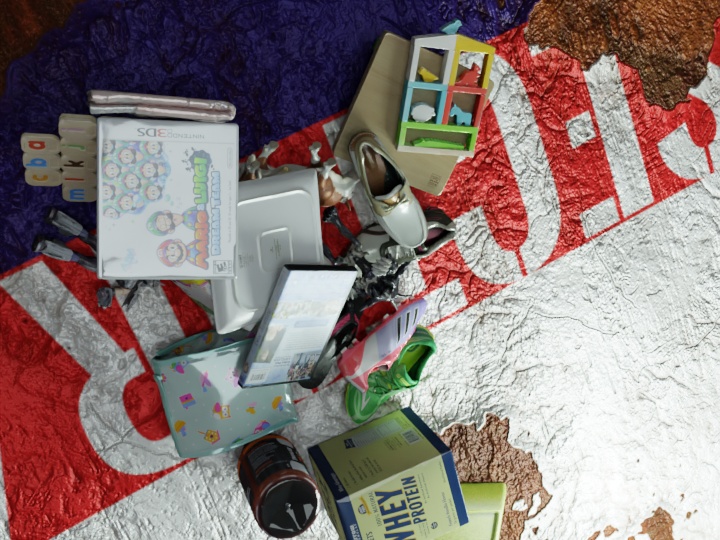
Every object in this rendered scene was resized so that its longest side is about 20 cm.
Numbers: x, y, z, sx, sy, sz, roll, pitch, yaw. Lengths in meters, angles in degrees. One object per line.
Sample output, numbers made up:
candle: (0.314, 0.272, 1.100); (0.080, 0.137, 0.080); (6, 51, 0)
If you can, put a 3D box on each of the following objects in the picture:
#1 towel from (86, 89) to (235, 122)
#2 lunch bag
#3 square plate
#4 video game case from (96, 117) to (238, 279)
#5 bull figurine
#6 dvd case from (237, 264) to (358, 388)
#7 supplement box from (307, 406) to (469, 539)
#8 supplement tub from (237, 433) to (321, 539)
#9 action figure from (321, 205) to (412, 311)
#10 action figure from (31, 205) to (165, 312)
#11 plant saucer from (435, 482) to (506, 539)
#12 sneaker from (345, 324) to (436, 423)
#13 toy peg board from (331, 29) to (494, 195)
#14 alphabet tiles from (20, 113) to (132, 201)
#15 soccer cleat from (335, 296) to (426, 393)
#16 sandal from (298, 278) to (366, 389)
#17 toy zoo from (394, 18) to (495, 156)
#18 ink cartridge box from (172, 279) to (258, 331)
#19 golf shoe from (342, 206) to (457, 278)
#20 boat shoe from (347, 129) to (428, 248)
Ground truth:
towel: (-0.277, -0.223, 1.176); (0.187, 0.200, 0.033); (1, 101, -19)
lunch bag: (-0.213, 0.181, 1.332); (0.197, 0.122, 0.174); (-17, 108, -21)
square plate: (-0.125, -0.029, 1.212); (0.196, 0.028, 0.205); (-16, 107, -38)
video game case: (-0.248, -0.091, 1.110); (0.178, 0.024, 0.205); (0, 93, -15)
bull figurine: (-0.091, -0.138, 1.314); (0.196, 0.066, 0.122); (-6, 145, -11)
dvd case: (-0.091, 0.081, 1.256); (0.141, 0.017, 0.203); (0, 121, -48)
supplement box: (0.041, 0.352, 1.414); (0.196, 0.200, 0.137); (-20, 107, -12)
supplement tub: (-0.134, 0.325, 1.346); (0.105, 0.200, 0.109); (-5, 105, -18)
action figure: (0.000, 0.000, 1.327); (0.200, 0.102, 0.119); (42, 111, -15)
action figure: (-0.375, -0.016, 1.258); (0.198, 0.069, 0.132); (27, 74, -27)
plant saucer: (0.177, 0.495, 1.575); (0.196, 0.048, 0.204); (4, 101, -20)
sneaker: (0.050, 0.174, 1.440); (0.074, 0.083, 0.200); (43, 87, -22)
toy peg board: (0.073, -0.255, 1.363); (0.197, 0.098, 0.202); (18, 111, -21)
alphabet tiles: (-0.361, -0.150, 1.182); (0.191, 0.201, 0.015); (0, 64, -18)
soccer cleat: (0.045, 0.118, 1.412); (0.199, 0.067, 0.077); (-36, 83, -30)
sandal: (-0.038, 0.110, 1.408); (0.074, 0.045, 0.203); (22, 97, -40)
toy zoo: (0.129, -0.275, 1.299); (0.128, 0.021, 0.204); (2, 116, -15)
ink cartridge box: (-0.232, -0.016, 1.240); (0.085, 0.144, 0.200); (-53, 126, -16)
golf shoe: (0.063, -0.044, 1.396); (0.197, 0.088, 0.078); (-27, 111, -9)
boat shoe: (0.041, -0.116, 1.307); (0.074, 0.069, 0.202); (-32, 106, 5)
